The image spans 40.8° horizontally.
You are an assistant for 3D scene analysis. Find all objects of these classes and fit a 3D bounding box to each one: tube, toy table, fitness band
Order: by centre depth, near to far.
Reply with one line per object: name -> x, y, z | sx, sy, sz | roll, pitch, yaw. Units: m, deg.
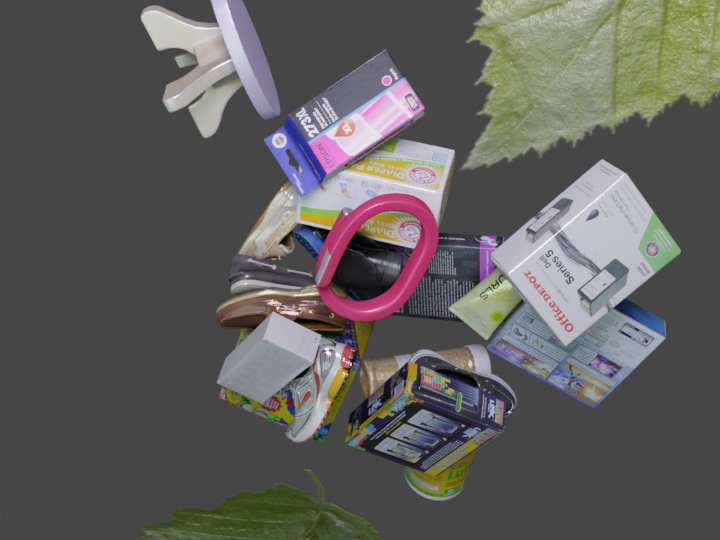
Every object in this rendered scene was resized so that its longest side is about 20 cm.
toy table -> -0.192, -0.273, 1.248 | 0.116, 0.184, 0.202 | -18, 113, 9
fitness band -> 0.020, -0.017, 1.276 | 0.142, 0.038, 0.201 | 12, 123, -26
tube -> 0.220, 0.014, 1.380 | 0.200, 0.052, 0.058 | -46, 61, 24

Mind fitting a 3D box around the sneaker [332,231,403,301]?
sneaker -> 0.000, 0.003, 1.379 | 0.103, 0.061, 0.200 | 12, 156, -6

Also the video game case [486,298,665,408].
video game case -> 0.320, 0.097, 1.449 | 0.199, 0.046, 0.182 | 29, 129, -6

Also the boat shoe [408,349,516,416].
boat shoe -> 0.161, 0.179, 1.448 | 0.199, 0.066, 0.070 | 31, 100, -24

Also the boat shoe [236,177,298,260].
boat shoe -> -0.129, -0.050, 1.455 | 0.069, 0.074, 0.200 | 35, 129, -4

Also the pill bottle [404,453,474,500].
pill bottle -> 0.139, 0.277, 1.604 | 0.110, 0.112, 0.202 | 14, 130, 6

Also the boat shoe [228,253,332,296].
boat shoe -> -0.109, 0.014, 1.463 | 0.198, 0.058, 0.067 | 10, 153, -37

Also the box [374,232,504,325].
box -> 0.116, 0.009, 1.451 | 0.197, 0.036, 0.144 | 4, 127, 13

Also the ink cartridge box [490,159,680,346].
ink cartridge box -> 0.296, -0.022, 1.283 | 0.200, 0.084, 0.146 | -41, 111, 6

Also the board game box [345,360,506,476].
board game box -> 0.093, 0.223, 1.427 | 0.164, 0.057, 0.200 | 22, 142, -17

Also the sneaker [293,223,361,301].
sneaker -> -0.022, -0.025, 1.447 | 0.070, 0.078, 0.200 | 32, 166, 39

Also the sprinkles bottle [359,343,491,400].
sprinkles bottle -> 0.101, 0.159, 1.497 | 0.198, 0.069, 0.069 | -6, 131, -15

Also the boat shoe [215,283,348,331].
boat shoe -> -0.114, 0.066, 1.421 | 0.197, 0.068, 0.072 | -6, 158, -2

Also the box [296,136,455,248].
box -> 0.021, -0.116, 1.331 | 0.198, 0.113, 0.102 | 12, 131, 6

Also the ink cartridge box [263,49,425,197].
ink cartridge box -> -0.022, -0.190, 1.253 | 0.199, 0.037, 0.095 | -34, 84, 4

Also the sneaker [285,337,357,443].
sneaker -> -0.074, 0.178, 1.466 | 0.081, 0.078, 0.201 | 26, 120, 1

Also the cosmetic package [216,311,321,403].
cosmetic package -> -0.137, 0.130, 1.419 | 0.082, 0.051, 0.200 | 25, 147, -17

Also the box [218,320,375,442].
box -> -0.104, 0.141, 1.567 | 0.191, 0.122, 0.201 | 23, 130, 0
